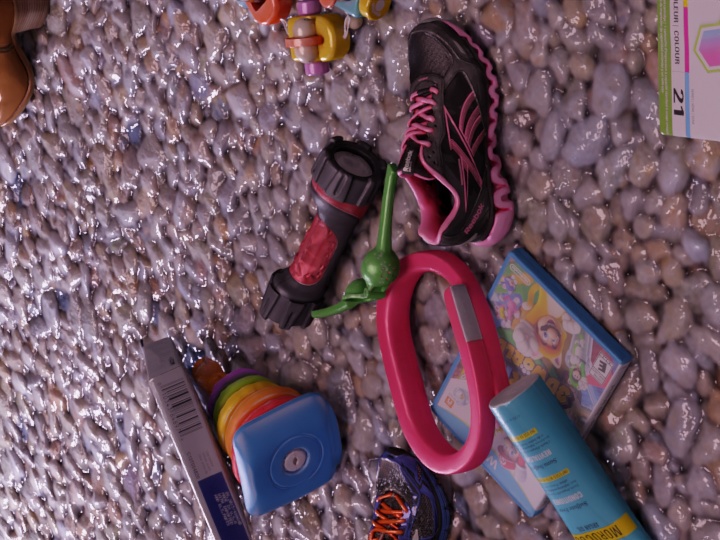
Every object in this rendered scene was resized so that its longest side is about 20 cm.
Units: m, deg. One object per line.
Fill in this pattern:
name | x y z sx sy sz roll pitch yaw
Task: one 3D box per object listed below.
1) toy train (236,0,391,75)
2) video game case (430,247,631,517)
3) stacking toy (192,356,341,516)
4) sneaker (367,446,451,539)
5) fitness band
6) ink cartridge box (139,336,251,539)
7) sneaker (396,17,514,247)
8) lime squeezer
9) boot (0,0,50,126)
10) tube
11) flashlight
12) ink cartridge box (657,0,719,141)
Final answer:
toy train | -0.053 -0.259 1.663 0.200 0.055 0.151 -33 79 49
video game case | 0.144 0.099 1.603 0.143 0.018 0.200 46 133 26
stacking toy | -0.114 0.143 1.856 0.200 0.109 0.117 38 146 48
sneaker | 0.035 0.262 1.736 0.075 0.078 0.201 14 114 44
fitness band | 0.072 0.080 1.640 0.144 0.037 0.201 -30 70 57
ink cartridge box | -0.171 0.171 1.905 0.200 0.040 0.200 -137 25 -76
sneaker | 0.067 -0.112 1.555 0.079 0.095 0.201 -8 96 50
lime squeezer | 0.000 0.000 1.668 0.071 0.038 0.200 52 136 26
boot | -0.429 -0.228 2.013 0.077 0.155 0.200 51 135 21
tube | 0.183 0.182 1.558 0.200 0.050 0.077 56 144 -6
flashlight | -0.041 -0.030 1.718 0.067 0.068 0.200 27 125 -2
ink cartridge box | 0.308 -0.162 1.283 0.200 0.076 0.149 13 113 46
